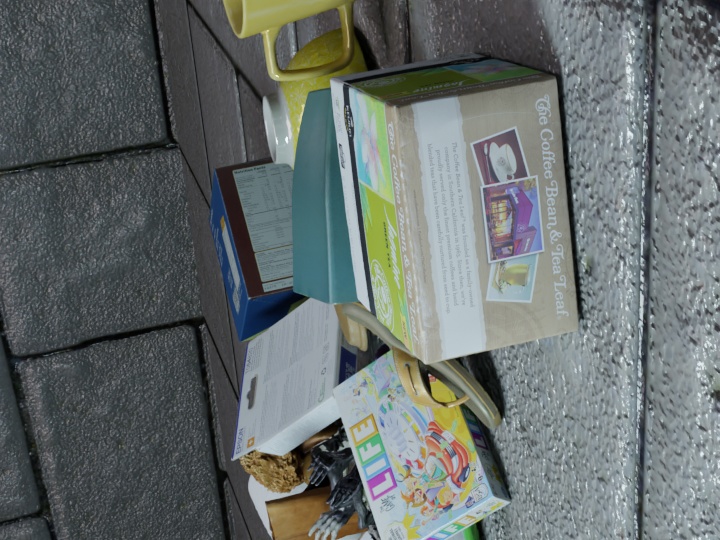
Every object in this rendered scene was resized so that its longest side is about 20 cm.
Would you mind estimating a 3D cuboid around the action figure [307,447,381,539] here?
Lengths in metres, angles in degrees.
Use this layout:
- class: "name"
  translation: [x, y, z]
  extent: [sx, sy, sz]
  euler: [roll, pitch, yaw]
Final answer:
- class: "action figure"
  translation: [0.002, 0.284, 1.485]
  extent: [0.119, 0.102, 0.200]
  euler: [32, 156, 49]

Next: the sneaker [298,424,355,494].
- class: "sneaker"
  translation: [-0.012, 0.216, 1.628]
  extent: [0.076, 0.087, 0.201]
  euler: [26, 94, 61]

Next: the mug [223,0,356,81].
- class: "mug"
  translation: [-0.064, -0.310, 1.396]
  extent: [0.150, 0.153, 0.187]
  euler: [-116, 19, -46]

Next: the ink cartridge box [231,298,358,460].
- class: "ink cartridge box"
  translation: [-0.079, 0.131, 1.728]
  extent: [0.200, 0.041, 0.200]
  euler: [-34, 36, 36]

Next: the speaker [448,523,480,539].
- class: "speaker"
  translation: [0.086, 0.284, 1.429]
  extent: [0.088, 0.088, 0.201]
  euler: [170, 89, -77]

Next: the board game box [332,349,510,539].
- class: "board game box"
  translation: [0.057, 0.175, 1.374]
  extent: [0.034, 0.134, 0.200]
  euler: [26, -144, -49]

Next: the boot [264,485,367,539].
- class: "boot"
  translation: [-0.015, 0.242, 1.564]
  extent: [0.069, 0.199, 0.189]
  euler: [-115, 18, -44]

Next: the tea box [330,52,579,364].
- class: "tea box"
  translation: [0.071, -0.058, 1.084]
  extent: [0.197, 0.133, 0.201]
  euler: [-141, 41, -69]

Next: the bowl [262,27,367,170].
- class: "bowl"
  translation: [-0.051, -0.169, 1.544]
  extent: [0.200, 0.107, 0.201]
  euler: [170, 90, -81]

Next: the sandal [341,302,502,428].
- class: "sandal"
  translation: [0.053, 0.096, 1.313]
  extent: [0.200, 0.054, 0.080]
  euler: [36, 171, 19]

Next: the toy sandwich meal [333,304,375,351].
- class: "toy sandwich meal"
  translation: [0.000, 0.000, 1.603]
  extent: [0.205, 0.070, 0.206]
  euler: [165, 90, -84]

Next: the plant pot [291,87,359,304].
- class: "plant pot"
  translation: [0.012, -0.080, 1.319]
  extent: [0.141, 0.141, 0.201]
  euler: [-165, 70, -72]

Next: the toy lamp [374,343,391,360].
- class: "toy lamp"
  translation: [0.037, 0.048, 1.478]
  extent: [0.058, 0.058, 0.201]
  euler: [-122, 20, -57]

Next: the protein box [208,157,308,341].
- class: "protein box"
  translation: [-0.129, -0.032, 1.956]
  extent: [0.199, 0.134, 0.201]
  euler: [112, 144, -68]

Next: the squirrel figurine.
- class: "squirrel figurine"
  translation: [-0.065, 0.253, 1.790]
  extent: [0.187, 0.199, 0.142]
  euler: [-103, 14, -47]

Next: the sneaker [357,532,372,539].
- class: "sneaker"
  translation: [0.034, 0.402, 1.787]
  extent: [0.200, 0.070, 0.109]
  euler: [109, 149, -60]

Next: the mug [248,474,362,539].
- class: "mug"
  translation: [-0.058, 0.377, 2.046]
  extent: [0.200, 0.147, 0.176]
  euler: [48, -173, -48]
